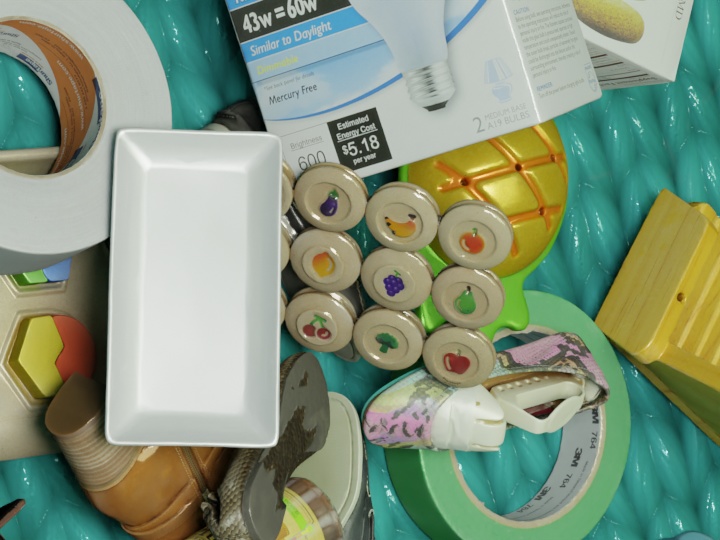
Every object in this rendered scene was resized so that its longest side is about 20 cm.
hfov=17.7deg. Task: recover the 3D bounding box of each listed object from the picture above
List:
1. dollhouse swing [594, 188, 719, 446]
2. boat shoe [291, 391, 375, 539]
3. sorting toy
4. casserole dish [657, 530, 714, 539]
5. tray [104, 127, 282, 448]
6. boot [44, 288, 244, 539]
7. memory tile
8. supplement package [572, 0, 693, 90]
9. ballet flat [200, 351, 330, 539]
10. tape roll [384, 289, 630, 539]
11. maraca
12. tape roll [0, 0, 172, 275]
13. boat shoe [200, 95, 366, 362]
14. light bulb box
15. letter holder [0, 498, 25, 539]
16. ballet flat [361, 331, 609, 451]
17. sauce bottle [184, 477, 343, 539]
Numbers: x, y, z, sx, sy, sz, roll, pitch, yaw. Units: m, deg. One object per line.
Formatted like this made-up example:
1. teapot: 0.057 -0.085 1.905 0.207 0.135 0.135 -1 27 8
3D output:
1. dollhouse swing: 0.313 0.060 1.757 0.200 0.176 0.182 42 68 -34
2. boat shoe: -0.021 0.188 1.611 0.066 0.074 0.200 26 62 -59
3. sorting toy: -0.173 0.017 1.527 0.185 0.036 0.201 -6 93 -34
4. casserole dish: 0.256 0.305 1.812 0.121 0.039 0.201 21 78 -31
5. tray: -0.103 0.011 1.439 0.107 0.022 0.201 1 78 -4
6. boot: -0.108 0.082 1.517 0.200 0.074 0.155 -45 135 -14
7. memory tile: 0.000 0.000 1.545 0.017 0.199 0.154 -64 165 -53
8. supplement package: 0.138 -0.219 1.698 0.200 0.109 0.114 20 78 -32
9. ballet flat: -0.062 0.118 1.527 0.068 0.046 0.200 65 24 -24
10. tape roll: 0.110 0.114 1.711 0.200 0.048 0.201 0 89 -34
11. maraca: 0.085 -0.044 1.657 0.137 0.107 0.201 18 74 -19
12. tape roll: -0.222 -0.101 1.458 0.200 0.066 0.201 9 73 -32
13. boat shoe: -0.037 -0.031 1.603 0.057 0.067 0.200 -38 106 -24
14. light bulb box: 0.028 -0.176 1.545 0.125 0.198 0.201 -26 99 -64
15. letter holder: -0.279 0.203 1.377 0.200 0.142 0.101 -42 96 -28
16. ballet flat: 0.097 0.093 1.626 0.199 0.071 0.069 -13 131 -34
17. sauce bottle: -0.100 0.204 1.504 0.200 0.065 0.065 -30 105 -35
